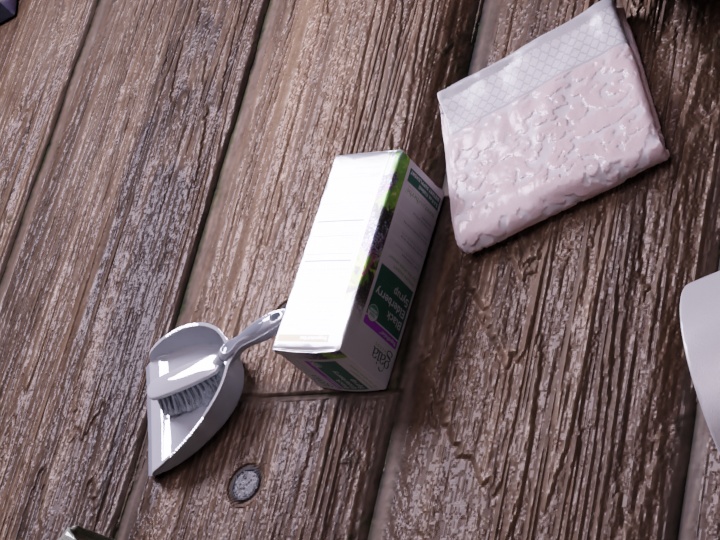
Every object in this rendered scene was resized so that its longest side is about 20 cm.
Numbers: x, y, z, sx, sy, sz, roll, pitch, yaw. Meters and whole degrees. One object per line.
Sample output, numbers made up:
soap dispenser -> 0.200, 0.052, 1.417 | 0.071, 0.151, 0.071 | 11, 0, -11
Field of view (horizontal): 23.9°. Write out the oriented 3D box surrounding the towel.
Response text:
towel -> 0.161, -0.128, 1.501 | 0.199, 0.032, 0.192 | -27, 48, 23

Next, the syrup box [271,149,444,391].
syrup box -> 0.000, 0.000, 1.506 | 0.081, 0.079, 0.201 | -2, 60, 37

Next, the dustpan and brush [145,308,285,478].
dustpan and brush -> -0.135, 0.090, 1.564 | 0.199, 0.057, 0.140 | -26, 48, 22

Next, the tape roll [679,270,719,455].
tape roll -> 0.314, 0.076, 1.116 | 0.139, 0.203, 0.203 | -25, 48, 23

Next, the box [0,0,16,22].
box -> -0.528, -0.427, 2.132 | 0.123, 0.198, 0.201 | -20, 51, 24

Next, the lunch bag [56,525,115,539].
lunch bag -> -0.225, 0.306, 1.387 | 0.164, 0.200, 0.117 | -52, 44, -2
